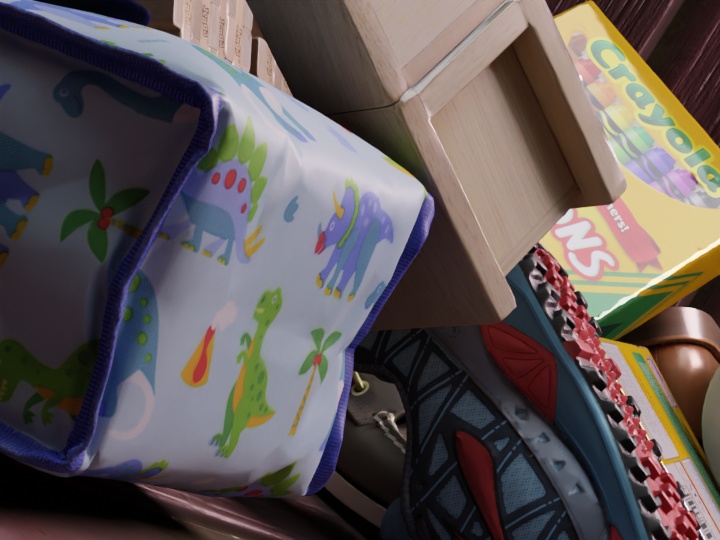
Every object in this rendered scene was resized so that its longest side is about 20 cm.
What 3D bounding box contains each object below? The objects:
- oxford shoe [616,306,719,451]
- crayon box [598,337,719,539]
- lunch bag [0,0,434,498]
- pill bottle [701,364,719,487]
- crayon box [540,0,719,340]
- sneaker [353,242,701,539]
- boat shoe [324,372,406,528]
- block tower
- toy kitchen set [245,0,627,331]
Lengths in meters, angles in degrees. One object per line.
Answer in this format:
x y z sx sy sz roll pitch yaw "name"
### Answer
0.161 0.078 1.242 0.200 0.071 0.072 27 49 -56 "oxford shoe"
0.108 0.093 1.044 0.126 0.051 0.200 62 9 8 "crayon box"
-0.103 -0.026 0.761 0.199 0.128 0.170 21 0 23 "lunch bag"
0.219 0.063 1.166 0.112 0.113 0.200 34 14 24 "pill bottle"
0.084 -0.035 1.143 0.200 0.051 0.127 -29 74 -43 "crayon box"
0.057 0.083 0.913 0.079 0.095 0.201 33 29 -60 "sneaker"
0.012 0.056 1.029 0.072 0.060 0.202 30 4 -29 "boat shoe"
-0.065 -0.086 1.104 0.057 0.054 0.200 1 -8 18 "block tower"
-0.018 -0.092 0.907 0.199 0.163 0.181 -5 -60 44 "toy kitchen set"
